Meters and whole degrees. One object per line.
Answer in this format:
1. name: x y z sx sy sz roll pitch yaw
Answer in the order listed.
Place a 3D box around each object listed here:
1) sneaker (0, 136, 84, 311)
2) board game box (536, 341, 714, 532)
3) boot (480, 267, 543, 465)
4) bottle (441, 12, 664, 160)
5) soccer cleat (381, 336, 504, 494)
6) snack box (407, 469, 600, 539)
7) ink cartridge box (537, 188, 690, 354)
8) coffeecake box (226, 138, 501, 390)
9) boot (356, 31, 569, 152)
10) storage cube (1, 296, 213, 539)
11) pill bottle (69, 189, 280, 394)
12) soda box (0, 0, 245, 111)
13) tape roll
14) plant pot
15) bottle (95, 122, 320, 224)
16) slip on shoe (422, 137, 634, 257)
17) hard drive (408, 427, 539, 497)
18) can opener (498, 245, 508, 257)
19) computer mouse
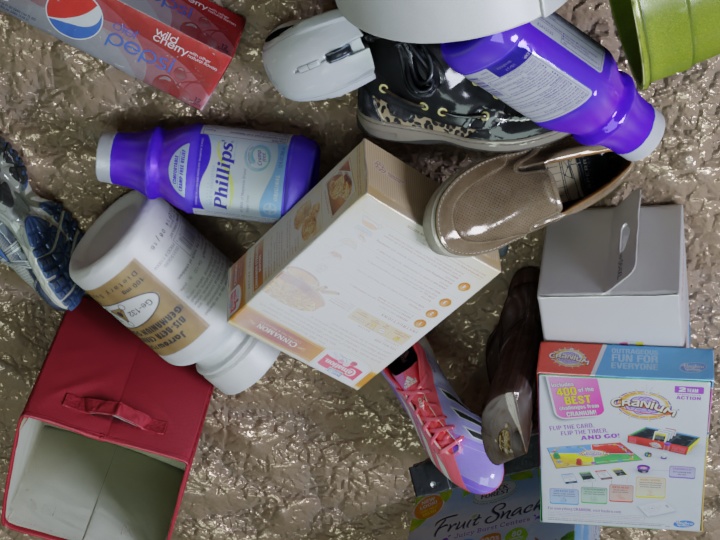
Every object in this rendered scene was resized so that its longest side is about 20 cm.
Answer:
1. sneaker: -0.337 -0.043 1.519 0.085 0.077 0.200 -13 119 33
2. board game box: 0.237 0.152 1.418 0.152 0.040 0.200 2 131 10
3. boot: 0.142 0.125 1.475 0.064 0.200 0.187 5 130 7
4. bottle: 0.159 -0.152 1.249 0.200 0.065 0.083 28 152 -30
5. soccer cleat: 0.067 0.127 1.505 0.067 0.200 0.076 -36 156 14
6. snack box: 0.145 0.292 1.637 0.199 0.169 0.068 -16 122 24
7. ink cartridge box: 0.233 0.036 1.431 0.125 0.129 0.200 -2 129 14
8. coffeecake box: 0.000 0.000 1.398 0.153 0.073 0.200 29 127 -28
9. boot: 0.088 -0.181 1.316 0.199 0.073 0.151 4 131 14
10. storage cube: -0.249 0.163 1.596 0.170 0.180 0.200 16 132 -3
11. pill bottle: -0.171 0.025 1.507 0.114 0.115 0.200 -31 119 31
12. soda box: -0.203 -0.219 1.340 0.200 0.064 0.070 26 130 -12
13. tape roll: 0.065 -0.278 1.151 0.202 0.203 0.139 -4 128 14
14. plant pot: 0.276 -0.254 1.155 0.192 0.201 0.201 -14 127 6
15. bottle: -0.138 -0.092 1.427 0.199 0.065 0.084 8 98 5
16. slip on shoe: 0.145 -0.065 1.332 0.061 0.199 0.076 3 109 62
17. hard drive: 0.164 0.180 1.569 0.199 0.140 0.038 -17 84 24
18. can opener: 0.038 -0.041 1.452 0.199 0.053 0.067 3 129 8
19. computer mouse: -0.023 -0.176 1.303 0.200 0.044 0.110 -11 113 50
